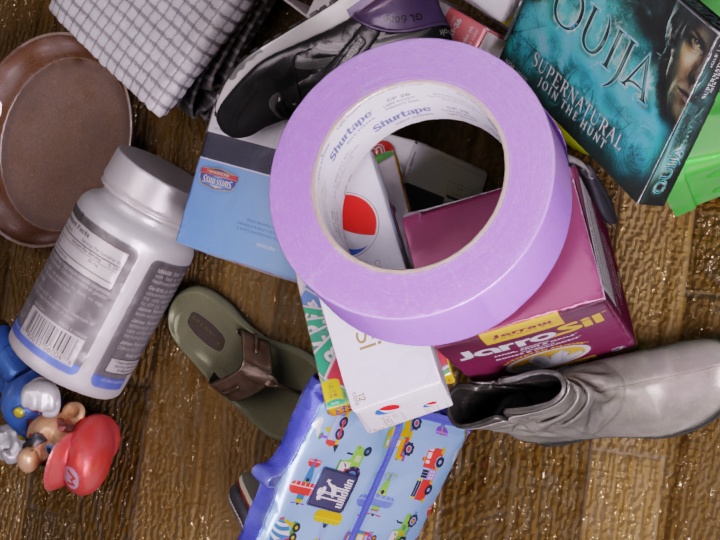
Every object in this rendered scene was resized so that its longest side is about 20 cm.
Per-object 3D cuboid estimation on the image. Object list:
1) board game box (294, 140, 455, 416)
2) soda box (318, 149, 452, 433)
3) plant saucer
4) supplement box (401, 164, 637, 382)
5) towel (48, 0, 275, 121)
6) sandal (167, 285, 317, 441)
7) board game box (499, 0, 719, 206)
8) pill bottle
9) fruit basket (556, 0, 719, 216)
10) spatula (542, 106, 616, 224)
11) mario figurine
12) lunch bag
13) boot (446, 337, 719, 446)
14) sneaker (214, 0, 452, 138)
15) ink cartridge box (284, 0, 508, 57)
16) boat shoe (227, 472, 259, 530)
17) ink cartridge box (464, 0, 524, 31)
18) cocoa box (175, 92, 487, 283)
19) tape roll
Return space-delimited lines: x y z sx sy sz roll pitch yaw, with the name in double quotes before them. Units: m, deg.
"board game box" 0.000 0.000 1.448 0.095 0.030 0.201 -16 66 4
"soda box" 0.004 0.008 1.396 0.068 0.064 0.201 -18 69 4
"plant saucer" -0.280 -0.119 1.816 0.199 0.034 0.202 -4 82 33
"supplement box" 0.122 0.011 1.433 0.130 0.200 0.104 -16 74 11
"towel" -0.167 -0.245 1.737 0.200 0.085 0.166 42 103 31
"sandal" -0.102 0.082 1.661 0.200 0.057 0.080 32 100 31
"board game box" 0.179 -0.156 1.390 0.200 0.028 0.136 51 128 44
"pill bottle" -0.215 0.000 1.711 0.114 0.114 0.201 35 101 31
"fruit basket" 0.209 -0.145 1.460 0.214 0.155 0.217 -2 80 14
"spatula" 0.158 -0.076 1.442 0.021 0.200 0.057 -42 58 5
"mario figurine" -0.301 0.132 1.745 0.106 0.123 0.200 -50 56 1
"lunch bag" -0.023 0.157 1.516 0.094 0.200 0.151 30 99 32
"boot" 0.172 0.094 1.445 0.199 0.130 0.068 -17 75 29
"sneaker" -0.022 -0.146 1.494 0.199 0.076 0.088 -34 71 18
"ink cartridge box" 0.040 -0.197 1.579 0.200 0.116 0.068 34 100 30
"boat shoe" -0.057 0.258 1.604 0.063 0.071 0.201 -44 67 22
"ink cartridge box" 0.113 -0.253 1.488 0.068 0.200 0.116 36 97 31
"cocoa box" -0.024 -0.050 1.586 0.199 0.133 0.132 16 90 32
"tape roll" 0.041 -0.054 1.331 0.199 0.066 0.202 -6 69 16
